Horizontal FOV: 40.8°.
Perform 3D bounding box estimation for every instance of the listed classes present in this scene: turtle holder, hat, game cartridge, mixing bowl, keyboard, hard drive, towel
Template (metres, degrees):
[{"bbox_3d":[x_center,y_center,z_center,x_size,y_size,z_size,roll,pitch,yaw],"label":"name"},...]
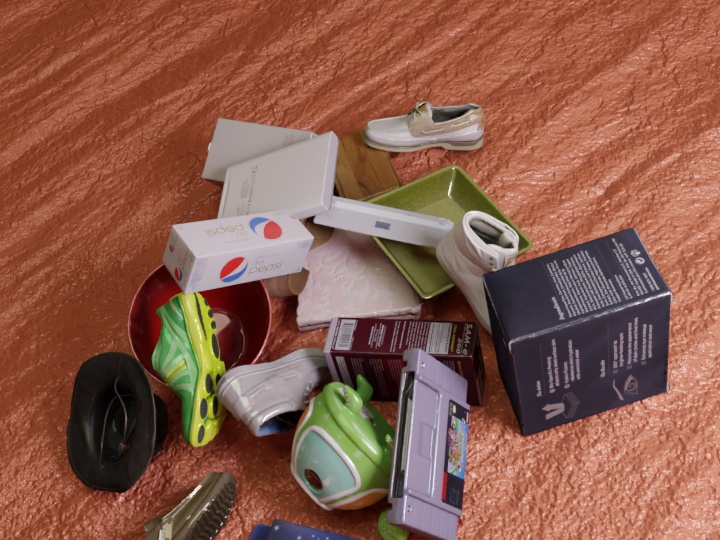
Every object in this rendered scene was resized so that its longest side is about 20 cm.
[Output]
[{"bbox_3d":[-0.002,0.232,1.188,0.132,0.185,0.141,-45,14,8],"label":"turtle holder"},{"bbox_3d":[-0.313,0.204,1.309,0.198,0.080,0.205,-6,81,40],"label":"hat"},{"bbox_3d":[0.084,0.209,1.143,0.038,0.129,0.204,-11,62,37],"label":"game cartridge"},{"bbox_3d":[-0.217,0.087,1.357,0.196,0.109,0.204,-1,66,2],"label":"mixing bowl"},{"bbox_3d":[0.033,-0.069,1.387,0.196,0.011,0.057,12,54,8],"label":"keyboard"},{"bbox_3d":[-0.126,-0.124,1.448,0.197,0.026,0.134,-14,54,29],"label":"hard drive"},{"bbox_3d":[0.000,0.000,1.441,0.187,0.033,0.203,-7,48,11],"label":"towel"}]

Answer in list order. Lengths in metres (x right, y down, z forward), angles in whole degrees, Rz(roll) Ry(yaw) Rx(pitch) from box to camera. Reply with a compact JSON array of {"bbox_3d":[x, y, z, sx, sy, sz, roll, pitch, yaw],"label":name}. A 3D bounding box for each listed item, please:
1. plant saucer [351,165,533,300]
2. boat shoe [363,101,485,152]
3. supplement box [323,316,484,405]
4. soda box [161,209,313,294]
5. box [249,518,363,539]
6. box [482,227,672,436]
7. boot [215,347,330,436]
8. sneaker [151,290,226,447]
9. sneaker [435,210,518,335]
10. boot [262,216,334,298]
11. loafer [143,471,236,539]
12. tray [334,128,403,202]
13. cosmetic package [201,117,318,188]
[{"bbox_3d":[0.115,-0.048,1.409,0.197,0.048,0.201,-24,54,-22],"label":"plant saucer"},{"bbox_3d":[0.103,-0.238,1.562,0.196,0.069,0.075,-3,39,-5],"label":"boat shoe"},{"bbox_3d":[0.060,0.119,1.269,0.196,0.110,0.062,2,49,16],"label":"supplement box"},{"bbox_3d":[-0.163,-0.029,1.305,0.198,0.064,0.068,-11,47,-42],"label":"soda box"},{"bbox_3d":[-0.062,0.368,1.143,0.196,0.033,0.123,6,53,22],"label":"box"},{"bbox_3d":[0.266,0.078,1.185,0.196,0.198,0.119,-17,46,1],"label":"box"},{"bbox_3d":[-0.090,0.165,1.259,0.198,0.074,0.096,-11,46,-47],"label":"boot"},{"bbox_3d":[-0.223,0.130,1.254,0.082,0.074,0.204,-17,70,21],"label":"sneaker"},{"bbox_3d":[0.187,0.014,1.272,0.073,0.116,0.200,-39,82,-27],"label":"sneaker"},{"bbox_3d":[-0.130,-0.050,1.464,0.152,0.074,0.202,1,53,35],"label":"boot"},{"bbox_3d":[-0.230,0.325,1.196,0.067,0.077,0.201,25,60,25],"label":"loafer"},{"bbox_3d":[0.003,-0.157,1.551,0.097,0.037,0.201,-19,40,-1],"label":"tray"},{"bbox_3d":[-0.149,-0.174,1.561,0.197,0.084,0.110,14,85,33],"label":"cosmetic package"}]
